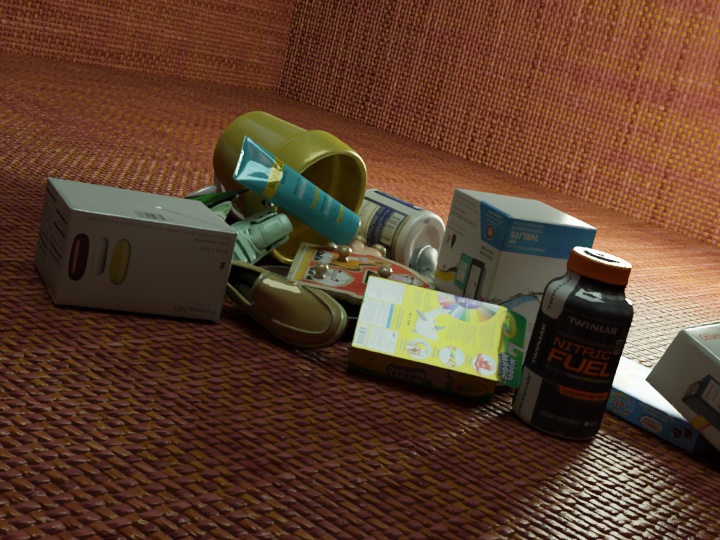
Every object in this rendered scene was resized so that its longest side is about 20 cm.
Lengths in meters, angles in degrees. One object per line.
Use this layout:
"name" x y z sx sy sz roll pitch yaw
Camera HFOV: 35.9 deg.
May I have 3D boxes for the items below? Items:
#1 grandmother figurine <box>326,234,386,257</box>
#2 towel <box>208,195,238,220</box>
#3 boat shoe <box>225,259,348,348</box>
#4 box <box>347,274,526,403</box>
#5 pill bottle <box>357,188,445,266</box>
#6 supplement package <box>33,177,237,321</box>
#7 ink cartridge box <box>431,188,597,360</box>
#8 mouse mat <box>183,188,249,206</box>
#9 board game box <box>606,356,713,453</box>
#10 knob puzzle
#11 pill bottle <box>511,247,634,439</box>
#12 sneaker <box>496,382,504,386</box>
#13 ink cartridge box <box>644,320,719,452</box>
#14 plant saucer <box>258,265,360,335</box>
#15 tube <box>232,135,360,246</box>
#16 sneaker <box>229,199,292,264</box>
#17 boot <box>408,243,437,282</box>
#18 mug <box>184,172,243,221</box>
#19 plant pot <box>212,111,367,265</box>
"grandmother figurine" 0.000 0.000 1.649 0.119 0.062 0.200 17 16 4
"towel" -0.245 -0.063 1.535 0.150 0.024 0.200 -21 11 3
"boat shoe" -0.102 0.035 1.309 0.198 0.072 0.076 17 -18 40
"box" 0.092 0.081 1.293 0.196 0.049 0.118 12 47 4
"pill bottle" 0.038 -0.071 1.861 0.110 0.113 0.199 1 19 -45
"supplement package" -0.269 -0.025 1.317 0.197 0.113 0.156 7 14 -28
"ink cartridge box" 0.194 0.014 1.477 0.144 0.204 0.146 6 15 -27
"mouse mat" -0.270 -0.082 1.550 0.159 0.008 0.199 -3 15 44
"board game box" 0.373 0.166 1.412 0.199 0.037 0.150 26 17 40
"knob puzzle" 0.007 0.000 1.493 0.215 0.031 0.220 10 18 -3
"pill bottle" 0.246 0.079 1.260 0.104 0.203 0.106 13 12 -3
"sneaker" 0.110 0.082 1.362 0.197 0.083 0.077 17 13 9
"ink cartridge box" 0.456 0.157 1.306 0.144 0.088 0.200 -1 41 -51
"plant saucer" -0.056 0.042 1.454 0.197 0.035 0.200 13 13 -3
"tube" -0.090 -0.105 1.545 0.199 0.050 0.078 33 44 -24
"sneaker" -0.153 -0.042 1.489 0.117 0.075 0.201 -29 9 7
"boot" 0.126 0.029 1.665 0.130 0.071 0.200 18 25 8
"mug" -0.202 -0.146 1.880 0.197 0.150 0.175 -20 11 -13
"plant pot" -0.122 -0.141 1.697 0.188 0.203 0.199 38 23 31
